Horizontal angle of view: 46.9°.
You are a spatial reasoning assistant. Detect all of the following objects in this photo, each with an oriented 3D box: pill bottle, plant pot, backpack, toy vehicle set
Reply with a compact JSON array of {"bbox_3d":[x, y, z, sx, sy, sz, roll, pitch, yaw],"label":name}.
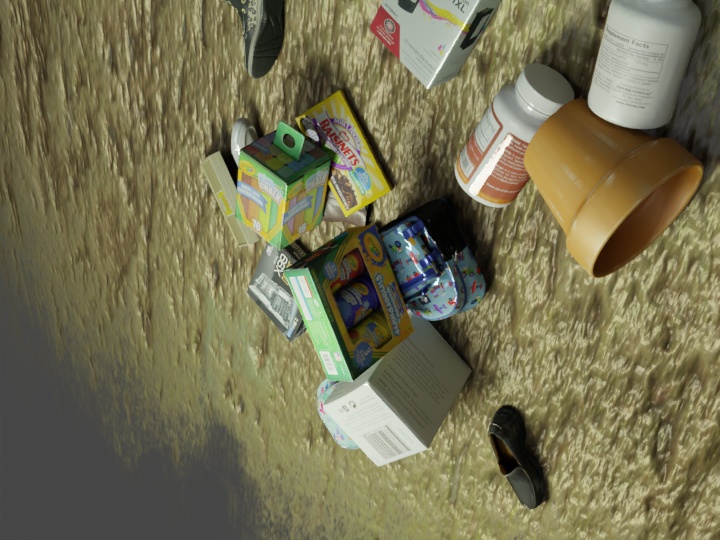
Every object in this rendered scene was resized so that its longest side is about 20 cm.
[{"bbox_3d":[0.228,-0.199,1.228,0.112,0.111,0.201,45,136,14],"label":"pill bottle"},{"bbox_3d":[0.326,-0.127,1.127,0.184,0.197,0.202,51,139,25],"label":"plant pot"},{"bbox_3d":[0.113,0.001,1.443,0.181,0.134,0.203,-22,100,49],"label":"backpack"},{"bbox_3d":[-0.282,-0.149,1.780,0.204,0.026,0.124,67,162,-8],"label":"toy vehicle set"},{"bbox_3d":[-0.002,0.274,1.709,0.180,0.150,0.199,56,143,0],"label":"backpack"},{"bbox_3d":[0.362,-0.294,1.042,0.113,0.114,0.204,28,130,29],"label":"pill bottle"}]

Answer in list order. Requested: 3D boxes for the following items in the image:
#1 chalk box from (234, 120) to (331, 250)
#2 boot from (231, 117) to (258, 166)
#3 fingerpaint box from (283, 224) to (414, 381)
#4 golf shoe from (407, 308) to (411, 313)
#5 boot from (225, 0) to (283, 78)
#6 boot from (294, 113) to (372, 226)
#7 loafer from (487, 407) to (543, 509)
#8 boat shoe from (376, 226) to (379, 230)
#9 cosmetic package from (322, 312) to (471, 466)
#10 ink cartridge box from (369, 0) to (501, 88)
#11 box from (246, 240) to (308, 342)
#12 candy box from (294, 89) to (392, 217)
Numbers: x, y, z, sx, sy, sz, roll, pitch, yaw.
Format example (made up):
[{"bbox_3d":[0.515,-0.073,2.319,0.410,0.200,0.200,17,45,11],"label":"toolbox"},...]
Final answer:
[{"bbox_3d":[-0.139,-0.166,1.488,0.123,0.123,0.203,35,138,24],"label":"chalk box"},{"bbox_3d":[-0.199,-0.208,1.679,0.094,0.074,0.204,17,133,29],"label":"boot"},{"bbox_3d":[-0.014,0.052,1.369,0.072,0.166,0.204,-5,112,48],"label":"fingerpaint box"},{"bbox_3d":[0.022,0.060,1.584,0.194,0.077,0.092,3,150,8],"label":"golf shoe"},{"bbox_3d":[-0.214,-0.477,1.530,0.152,0.073,0.207,33,129,29],"label":"boot"},{"bbox_3d":[-0.049,-0.185,1.558,0.163,0.072,0.205,14,119,22],"label":"boot"},{"bbox_3d":[0.280,0.358,1.531,0.072,0.072,0.204,-13,104,45],"label":"loafer"},{"bbox_3d":[0.000,0.000,1.609,0.072,0.064,0.201,15,137,-20],"label":"boat shoe"},{"bbox_3d":[0.069,0.219,1.538,0.165,0.201,0.164,46,139,-9],"label":"cosmetic package"},{"bbox_3d":[0.119,-0.403,1.238,0.146,0.082,0.201,47,138,13],"label":"ink cartridge box"},{"bbox_3d":[-0.156,0.033,1.781,0.158,0.049,0.201,46,137,14],"label":"box"},{"bbox_3d":[-0.030,-0.211,1.502,0.101,0.026,0.203,-27,94,13],"label":"candy box"}]
